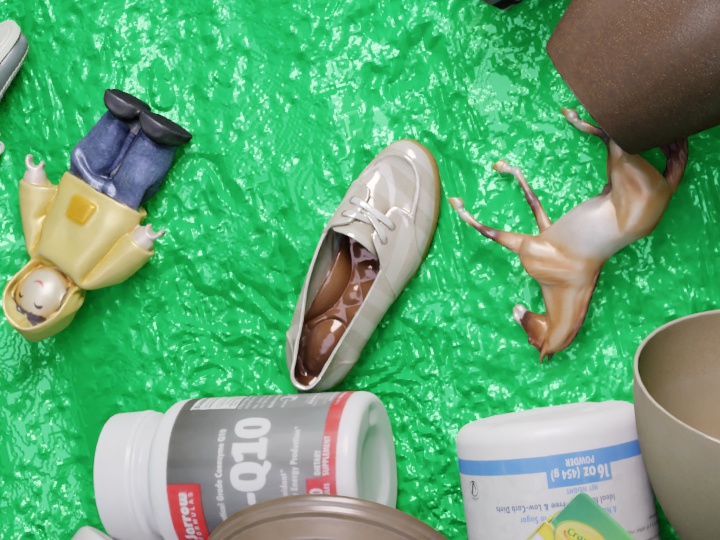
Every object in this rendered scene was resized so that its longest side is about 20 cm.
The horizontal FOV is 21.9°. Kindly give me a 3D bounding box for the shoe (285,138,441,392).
[{"bbox_3d":[0.000,0.000,1.338,0.070,0.053,0.201,26,100,15],"label":"shoe"}]

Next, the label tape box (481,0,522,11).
[{"bbox_3d":[0.150,-0.253,1.233,0.199,0.144,0.064,-29,83,16],"label":"label tape box"}]

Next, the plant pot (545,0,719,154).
[{"bbox_3d":[0.224,-0.171,1.193,0.200,0.187,0.187,-39,81,16],"label":"plant pot"}]

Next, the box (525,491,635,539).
[{"bbox_3d":[0.112,0.241,1.151,0.117,0.048,0.200,44,105,10],"label":"box"}]

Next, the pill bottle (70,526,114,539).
[{"bbox_3d":[-0.205,0.290,1.291,0.114,0.114,0.200,33,82,13],"label":"pill bottle"}]

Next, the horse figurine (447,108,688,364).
[{"bbox_3d":[0.156,-0.046,1.290,0.200,0.050,0.133,-42,75,17],"label":"horse figurine"}]

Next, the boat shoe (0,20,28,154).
[{"bbox_3d":[-0.310,-0.102,1.439,0.062,0.073,0.200,33,96,-31],"label":"boat shoe"}]

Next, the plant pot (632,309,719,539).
[{"bbox_3d":[0.269,0.129,1.201,0.199,0.200,0.135,11,116,17],"label":"plant pot"}]

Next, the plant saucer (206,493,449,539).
[{"bbox_3d":[-0.017,0.230,1.302,0.199,0.030,0.201,4,134,4],"label":"plant saucer"}]

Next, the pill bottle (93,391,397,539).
[{"bbox_3d":[-0.082,0.147,1.338,0.199,0.114,0.115,-4,91,17],"label":"pill bottle"}]

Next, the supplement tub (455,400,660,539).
[{"bbox_3d":[0.140,0.196,1.263,0.131,0.132,0.201,-9,89,17],"label":"supplement tub"}]

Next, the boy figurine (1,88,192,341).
[{"bbox_3d":[-0.211,-0.039,1.399,0.124,0.064,0.200,35,99,10],"label":"boy figurine"}]
